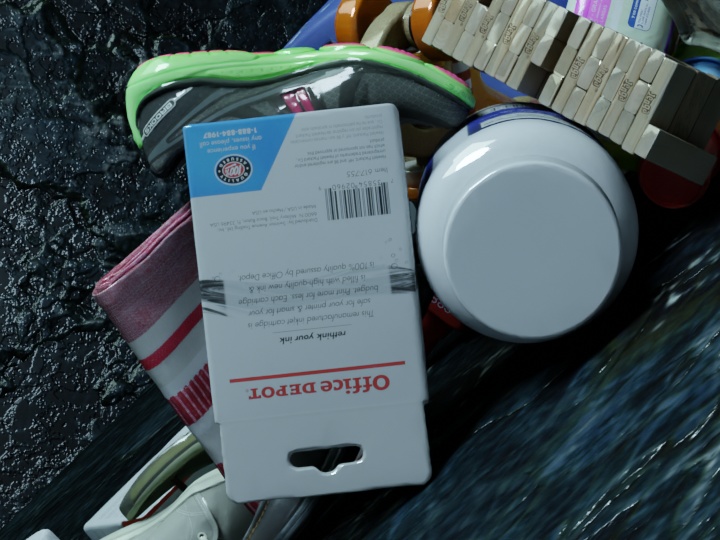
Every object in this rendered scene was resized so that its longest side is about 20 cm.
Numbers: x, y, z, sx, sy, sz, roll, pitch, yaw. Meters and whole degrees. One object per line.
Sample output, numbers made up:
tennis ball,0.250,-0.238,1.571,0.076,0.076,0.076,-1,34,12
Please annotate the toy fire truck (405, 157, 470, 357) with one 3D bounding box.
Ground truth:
toy fire truck,0.000,0.000,1.313,0.200,0.176,0.129,-58,-7,27

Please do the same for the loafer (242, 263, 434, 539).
loafer,-0.028,0.077,1.112,0.201,0.072,0.073,-64,-5,-4

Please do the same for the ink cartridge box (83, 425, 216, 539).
ink cartridge box,-0.117,0.149,1.423,0.163,0.057,0.200,-44,12,-21

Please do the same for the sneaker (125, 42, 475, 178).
sneaker,-0.033,-0.086,1.099,0.199,0.084,0.077,-3,2,4

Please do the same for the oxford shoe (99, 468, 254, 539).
oxford shoe,-0.099,0.175,1.213,0.200,0.075,0.058,-32,48,24

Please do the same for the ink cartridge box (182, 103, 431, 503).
ink cartridge box,-0.026,0.017,1.031,0.115,0.201,0.068,-6,1,2

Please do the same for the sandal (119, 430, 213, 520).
sandal,-0.062,0.119,1.248,0.200,0.058,0.080,-21,-12,-12

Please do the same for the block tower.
block tower,0.120,-0.113,1.060,0.200,0.054,0.058,37,105,47

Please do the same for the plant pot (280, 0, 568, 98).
plant pot,0.071,-0.161,1.401,0.200,0.200,0.180,-50,1,-41

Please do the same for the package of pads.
package of pads,0.165,-0.156,1.204,0.200,0.068,0.155,40,-115,-80

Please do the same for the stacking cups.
stacking cups,0.200,-0.090,1.130,0.060,0.061,0.200,-39,11,34

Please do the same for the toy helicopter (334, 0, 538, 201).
toy helicopter,0.063,-0.096,1.214,0.079,0.133,0.200,2,-9,39

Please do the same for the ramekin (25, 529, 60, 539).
ramekin,-0.253,0.277,1.294,0.202,0.094,0.202,-42,6,5

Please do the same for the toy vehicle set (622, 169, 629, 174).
toy vehicle set,0.131,-0.047,1.396,0.200,0.027,0.124,-41,6,19

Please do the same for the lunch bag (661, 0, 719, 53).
lunch bag,0.265,-0.189,1.022,0.164,0.118,0.200,-43,28,-9

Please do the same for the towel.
towel,-0.054,0.045,1.138,0.144,0.200,0.023,-45,23,-27

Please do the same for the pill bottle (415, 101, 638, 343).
pill bottle,0.089,-0.025,1.041,0.120,0.120,0.200,-42,5,9
